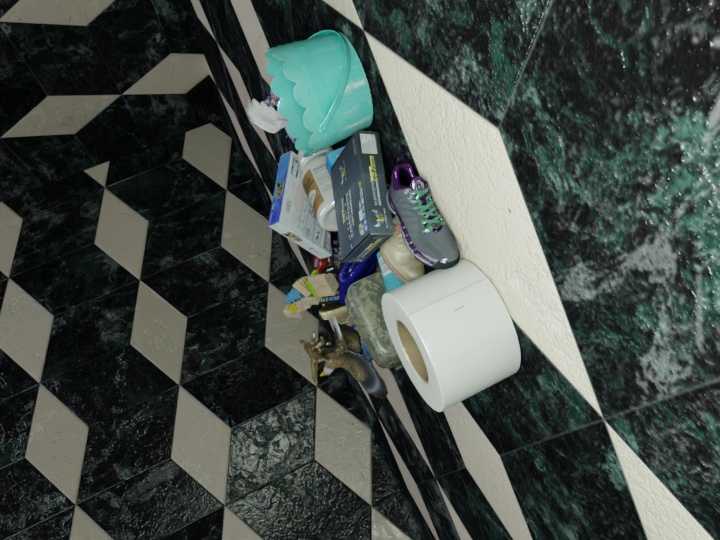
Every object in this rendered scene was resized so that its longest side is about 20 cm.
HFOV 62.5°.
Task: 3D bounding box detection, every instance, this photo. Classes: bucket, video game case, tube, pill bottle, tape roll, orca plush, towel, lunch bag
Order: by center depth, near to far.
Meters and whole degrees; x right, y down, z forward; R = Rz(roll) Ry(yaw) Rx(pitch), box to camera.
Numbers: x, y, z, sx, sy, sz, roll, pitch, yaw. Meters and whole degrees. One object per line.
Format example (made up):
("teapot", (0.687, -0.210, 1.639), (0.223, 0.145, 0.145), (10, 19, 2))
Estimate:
("tape roll", (0.138, 0.100, 0.936), (0.204, 0.138, 0.203), (61, 167, 25))
("bucket", (-0.074, -0.321, 1.069), (0.208, 0.134, 0.208), (61, 167, 24))
("tube", (0.080, 0.052, 1.217), (0.077, 0.050, 0.201), (127, 133, -62))
("pill bottle", (-0.073, -0.199, 1.356), (0.115, 0.114, 0.201), (85, 163, -58))
("lunch bag", (0.051, 0.117, 1.357), (0.201, 0.139, 0.168), (61, 161, 20))
("towel", (0.000, 0.000, 1.397), (0.049, 0.148, 0.200), (27, 163, 9))
("orca plush", (-0.064, -0.095, 1.402), (0.105, 0.071, 0.202), (9, 80, 56))
("video game case", (-0.131, -0.156, 1.437), (0.181, 0.045, 0.201), (32, -126, -42))

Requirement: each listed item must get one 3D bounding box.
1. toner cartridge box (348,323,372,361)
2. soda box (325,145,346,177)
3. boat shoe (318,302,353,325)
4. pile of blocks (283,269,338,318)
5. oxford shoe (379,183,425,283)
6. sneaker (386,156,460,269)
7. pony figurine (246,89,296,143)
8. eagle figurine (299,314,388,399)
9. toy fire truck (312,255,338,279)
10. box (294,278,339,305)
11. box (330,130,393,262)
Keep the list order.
("toner cartridge box", (0.025, 0.165, 1.495), (0.043, 0.200, 0.096), (-20, 97, 36))
("soda box", (-0.001, -0.159, 1.232), (0.201, 0.067, 0.064), (63, 169, 15))
("boat shoe", (-0.028, 0.113, 1.532), (0.072, 0.199, 0.066), (1, 95, 37))
("pile of blocks", (-0.126, 0.045, 1.428), (0.082, 0.062, 0.200), (42, 133, -14))
("oxford shoe", (0.067, -0.067, 1.103), (0.201, 0.070, 0.075), (64, 166, 11))
("sneaker", (0.093, -0.092, 0.935), (0.088, 0.074, 0.201), (87, 157, -49))
("pony figurine", (-0.175, -0.388, 1.441), (0.193, 0.167, 0.200), (36, 178, -24))
("eagle figurine", (-0.033, 0.190, 1.294), (0.151, 0.199, 0.153), (-20, 59, 53))
("toy fire truck", (-0.052, -0.079, 1.528), (0.201, 0.111, 0.169), (-100, 26, -43))
("box", (-0.066, 0.047, 1.606), (0.200, 0.197, 0.050), (-156, 62, -75))
("box", (-0.002, -0.132, 1.106), (0.158, 0.051, 0.202), (139, 126, -64))
